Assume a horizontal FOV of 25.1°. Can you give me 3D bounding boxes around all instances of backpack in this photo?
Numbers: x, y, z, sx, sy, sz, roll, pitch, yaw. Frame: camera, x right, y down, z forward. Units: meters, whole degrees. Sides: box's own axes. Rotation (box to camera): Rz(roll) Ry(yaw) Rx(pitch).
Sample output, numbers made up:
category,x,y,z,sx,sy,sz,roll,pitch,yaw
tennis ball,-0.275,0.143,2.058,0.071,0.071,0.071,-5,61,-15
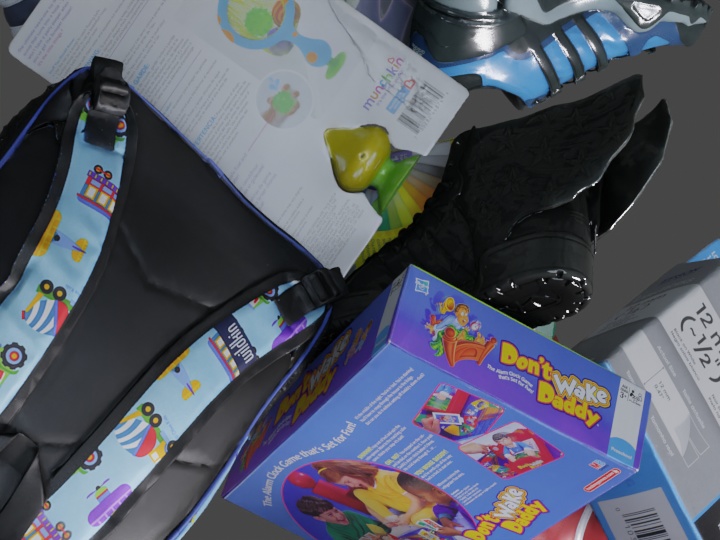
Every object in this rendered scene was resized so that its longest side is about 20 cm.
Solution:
category,x,y,z,sx,sy,sz,roll,pitch,yaw
backpack,-0.131,0.037,0.736,0.182,0.134,0.201,42,63,-17

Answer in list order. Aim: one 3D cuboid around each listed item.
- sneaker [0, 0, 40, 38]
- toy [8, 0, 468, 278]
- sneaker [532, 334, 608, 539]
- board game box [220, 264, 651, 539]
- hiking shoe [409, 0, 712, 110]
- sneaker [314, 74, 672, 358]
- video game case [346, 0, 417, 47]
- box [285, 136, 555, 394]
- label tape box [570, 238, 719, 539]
category,x,y,z,sx,sy,sz,roll,pitch,yaw
sneaker,-0.106,-0.174,0.864,0.198,0.070,0.110,-20,104,-20
toy,-0.059,-0.095,0.800,0.199,0.047,0.116,35,86,6
sneaker,0.119,0.086,0.904,0.111,0.071,0.203,0,96,-8
board game box,0.031,0.089,0.800,0.134,0.200,0.045,28,53,-13
hiking shoe,0.107,-0.135,0.907,0.198,0.075,0.087,-2,126,-30
sneaker,0.056,-0.021,0.786,0.060,0.198,0.105,35,50,-42
video game case,-0.021,-0.195,0.857,0.181,0.023,0.202,-32,116,-21
box,0.000,0.000,0.853,0.198,0.048,0.119,-10,88,15
label tape box,0.198,0.074,0.880,0.199,0.066,0.144,-32,94,-39
